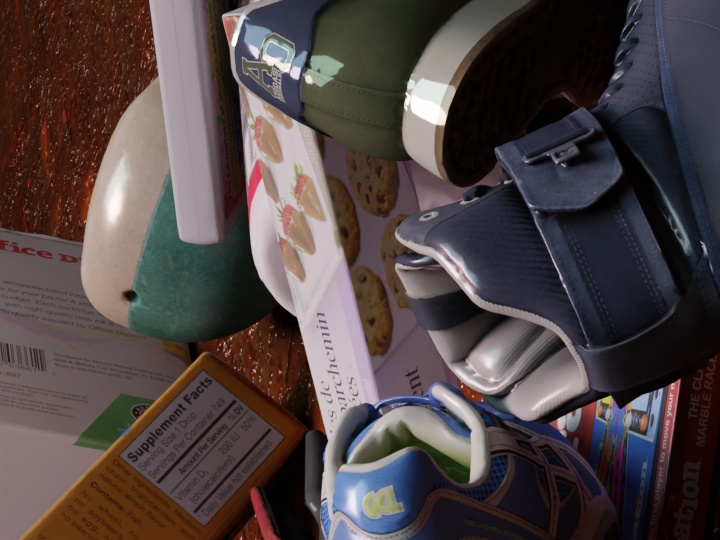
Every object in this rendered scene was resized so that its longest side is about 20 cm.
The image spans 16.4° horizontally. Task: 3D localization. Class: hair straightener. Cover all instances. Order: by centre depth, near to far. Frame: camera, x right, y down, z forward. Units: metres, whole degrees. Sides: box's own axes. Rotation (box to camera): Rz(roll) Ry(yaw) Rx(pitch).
[{"bbox_3d":[-0.005,0.094,0.967,0.077,0.041,0.200,-46,7,3],"label":"hair straightener"}]

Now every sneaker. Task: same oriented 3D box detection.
[{"bbox_3d":[0.072,-0.041,0.726,0.146,0.077,0.203,-28,34,7],"label":"sneaker"},{"bbox_3d":[0.032,0.066,0.737,0.200,0.075,0.077,-64,-43,-77],"label":"sneaker"},{"bbox_3d":[0.029,-0.086,0.810,0.200,0.089,0.067,-38,-40,-59],"label":"sneaker"}]

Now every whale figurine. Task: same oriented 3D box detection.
[{"bbox_3d":[-0.059,-0.052,1.211,0.159,0.103,0.200,105,-171,-50],"label":"whale figurine"}]

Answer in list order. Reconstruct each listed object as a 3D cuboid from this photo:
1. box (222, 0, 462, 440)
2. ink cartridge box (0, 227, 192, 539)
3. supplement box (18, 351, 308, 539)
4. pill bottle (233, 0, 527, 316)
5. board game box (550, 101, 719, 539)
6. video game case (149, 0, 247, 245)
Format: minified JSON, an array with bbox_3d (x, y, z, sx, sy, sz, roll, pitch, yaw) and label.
[{"bbox_3d":[0.000,0.000,0.869,0.039,0.041,0.201,8,116,52],"label":"box"},{"bbox_3d":[-0.168,0.065,1.337,0.200,0.145,0.088,-109,35,-55],"label":"ink cartridge box"},{"bbox_3d":[-0.106,0.124,1.098,0.200,0.069,0.067,-44,-10,-45],"label":"supplement box"},{"bbox_3d":[0.006,-0.079,0.987,0.201,0.110,0.111,-96,27,-44],"label":"pill bottle"},{"bbox_3d":[0.089,0.036,0.820,0.103,0.019,0.201,163,118,-70],"label":"board game box"},{"bbox_3d":[-0.056,-0.140,1.050,0.182,0.024,0.201,-67,-25,-60],"label":"video game case"}]
